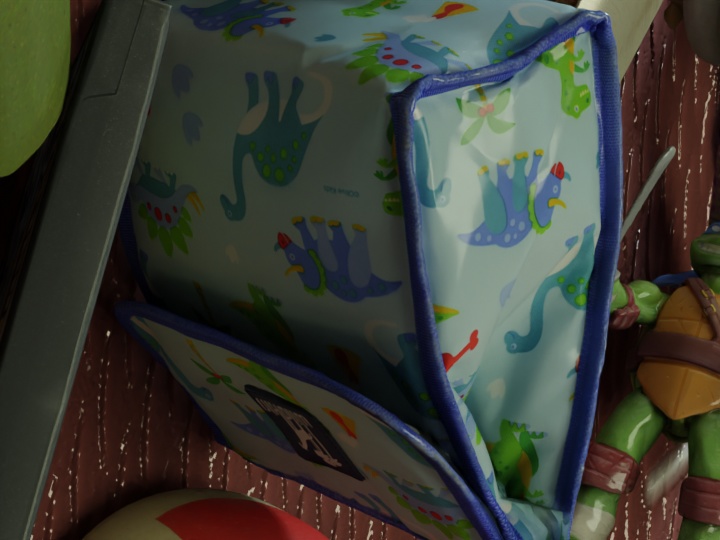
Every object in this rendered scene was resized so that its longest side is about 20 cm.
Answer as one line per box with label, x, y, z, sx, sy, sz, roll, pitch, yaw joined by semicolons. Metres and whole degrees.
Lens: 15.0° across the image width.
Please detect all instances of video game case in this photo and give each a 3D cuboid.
video game case;-0.108;0.027;0.874;0.181;0.025;0.201;142;-37;-75

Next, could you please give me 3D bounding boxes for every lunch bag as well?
lunch bag;0.000;0.000;0.993;0.127;0.170;0.201;-25;121;-36

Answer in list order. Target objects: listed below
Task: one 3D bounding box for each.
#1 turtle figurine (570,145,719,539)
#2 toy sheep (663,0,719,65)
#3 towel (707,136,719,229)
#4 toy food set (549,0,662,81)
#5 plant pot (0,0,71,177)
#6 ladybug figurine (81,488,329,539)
turtle figurine;0.155;0.054;1.296;0.143;0.200;0.195;24;78;-21
toy sheep;0.230;-0.137;1.319;0.138;0.199;0.139;-35;132;-52
towel;0.228;0.021;1.371;0.023;0.143;0.201;-24;132;-32
toy food set;0.076;-0.092;1.141;0.144;0.060;0.200;-62;171;-10
plant pot;-0.154;-0.118;0.756;0.200;0.199;0.191;-55;150;-37
ladybug figurine;-0.045;0.153;1.049;0.200;0.072;0.137;8;83;-56
